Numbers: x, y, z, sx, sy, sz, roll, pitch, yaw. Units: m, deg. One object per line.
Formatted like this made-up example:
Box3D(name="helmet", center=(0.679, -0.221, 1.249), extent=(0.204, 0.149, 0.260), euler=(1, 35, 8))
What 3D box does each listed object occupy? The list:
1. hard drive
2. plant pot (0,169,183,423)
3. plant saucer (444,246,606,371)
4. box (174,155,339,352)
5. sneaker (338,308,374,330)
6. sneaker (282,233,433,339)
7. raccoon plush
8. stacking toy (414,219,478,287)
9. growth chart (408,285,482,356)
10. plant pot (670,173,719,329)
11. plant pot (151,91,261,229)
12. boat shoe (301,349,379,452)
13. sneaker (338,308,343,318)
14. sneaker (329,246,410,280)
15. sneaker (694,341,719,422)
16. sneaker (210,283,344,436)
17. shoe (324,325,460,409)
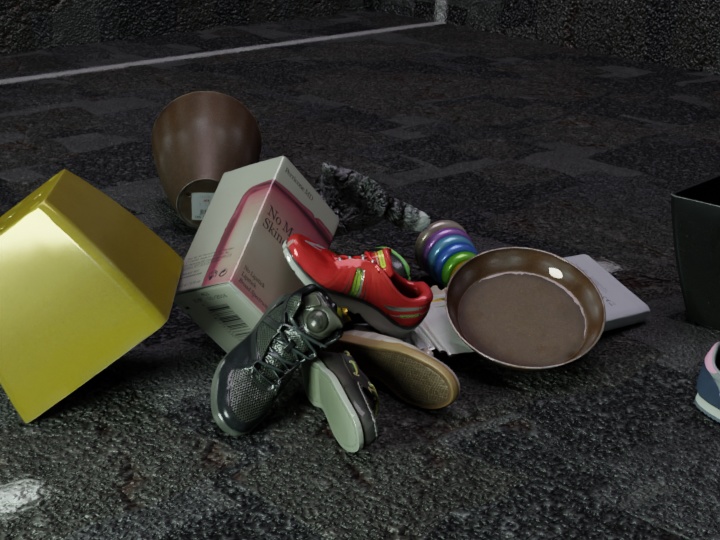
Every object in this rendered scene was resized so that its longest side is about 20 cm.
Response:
Box3D(name="hard drive", center=(0.275, 0.034, 1.636), extent=(0.198, 0.027, 0.132), euler=(-8, 42, -42))
Box3D(name="plant pot", center=(-0.334, 0.010, 1.379), extent=(0.199, 0.177, 0.200), euler=(-35, 19, 10))
Box3D(name="plant saucer", center=(0.200, 0.053, 1.523), extent=(0.197, 0.035, 0.202), euler=(1, 45, -1))
Box3D(name="box", center=(-0.125, -0.017, 1.509), extent=(0.108, 0.128, 0.202), euler=(-12, 45, 37))
Box3D(name="sneaker", center=(-0.032, 0.036, 1.613), extent=(0.197, 0.071, 0.090), euler=(8, 18, 9))
Box3D(name="sneaker", center=(0.000, 0.000, 1.471), extent=(0.198, 0.085, 0.077), euler=(29, 27, -20))
Box3D(name="raccoon plush", center=(-0.008, -0.055, 1.690), extent=(0.198, 0.136, 0.097), euler=(24, -7, -8))
Box3D(name="stacking toy", center=(0.146, 0.004, 1.716), extent=(0.084, 0.087, 0.200), euler=(-5, 25, -18))
Box3D(name="growth chart", center=(0.135, 0.065, 1.558), extent=(0.197, 0.018, 0.145), euler=(-1, 36, -21))
Box3D(name="plant pot", center=(0.537, -0.014, 1.654), extent=(0.198, 0.180, 0.198), euler=(18, 26, 39))
Box3D(name="plant pot", center=(-0.248, -0.158, 2.002), extent=(0.184, 0.189, 0.201), euler=(0, 35, -7))
Box3D(name="boat shoe", center=(-0.013, 0.134, 1.349), extent=(0.060, 0.073, 0.201), euler=(-8, 20, -16))
Box3D(name="sneaker", center=(-0.119, 0.046, 1.589), extent=(0.198, 0.067, 0.078), euler=(16, 28, 33))
Box3D(name="sneaker", center=(-0.021, 0.011, 1.697), extent=(0.197, 0.078, 0.084), euler=(2, 23, 30))
Box3D(name="sneaker", center=(0.451, 0.143, 1.357), extent=(0.069, 0.083, 0.199), euler=(-14, 26, -37))
Box3D(name="sneaker", center=(-0.088, 0.087, 1.348), extent=(0.114, 0.076, 0.200), euler=(-34, 15, 50))
Box3D(name="shoe", center=(0.043, 0.104, 1.438), extent=(0.198, 0.071, 0.053), euler=(18, 33, 41))
